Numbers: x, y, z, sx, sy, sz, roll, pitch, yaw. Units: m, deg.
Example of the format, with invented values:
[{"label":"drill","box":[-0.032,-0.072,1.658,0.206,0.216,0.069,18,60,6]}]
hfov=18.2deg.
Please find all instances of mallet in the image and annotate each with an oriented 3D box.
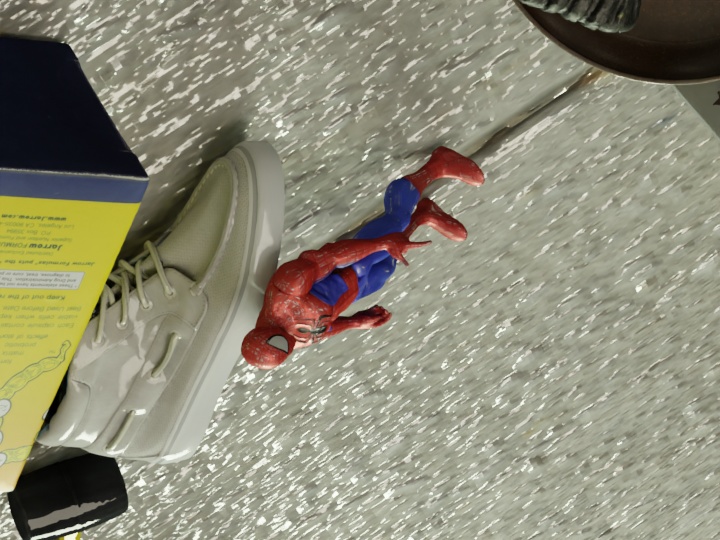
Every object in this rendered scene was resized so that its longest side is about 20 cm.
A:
[{"label":"mallet","box":[-0.181,0.183,1.328,0.065,0.041,0.201,-11,139,-26]}]

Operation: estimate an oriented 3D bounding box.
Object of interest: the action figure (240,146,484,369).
[{"label":"action figure","box":[0.000,0.000,1.189,0.200,0.052,0.066,-36,156,-44]}]

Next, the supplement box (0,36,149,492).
[{"label":"supplement box","box":[-0.197,-0.001,1.068,0.109,0.109,0.201,2,129,-36]}]

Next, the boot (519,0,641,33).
[{"label":"boot","box":[0.148,-0.183,1.041,0.079,0.210,0.159,6,99,-75]}]

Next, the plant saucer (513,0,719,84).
[{"label":"plant saucer","box":[0.155,-0.192,1.096,0.200,0.200,0.032,-43,-178,11]}]

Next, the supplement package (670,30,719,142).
[{"label":"supplement package","box":[0.244,-0.122,1.182,0.152,0.200,0.150,-44,141,11]}]

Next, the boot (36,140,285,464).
[{"label":"boot","box":[-0.111,0.018,1.180,0.095,0.074,0.201,6,120,-28]}]
